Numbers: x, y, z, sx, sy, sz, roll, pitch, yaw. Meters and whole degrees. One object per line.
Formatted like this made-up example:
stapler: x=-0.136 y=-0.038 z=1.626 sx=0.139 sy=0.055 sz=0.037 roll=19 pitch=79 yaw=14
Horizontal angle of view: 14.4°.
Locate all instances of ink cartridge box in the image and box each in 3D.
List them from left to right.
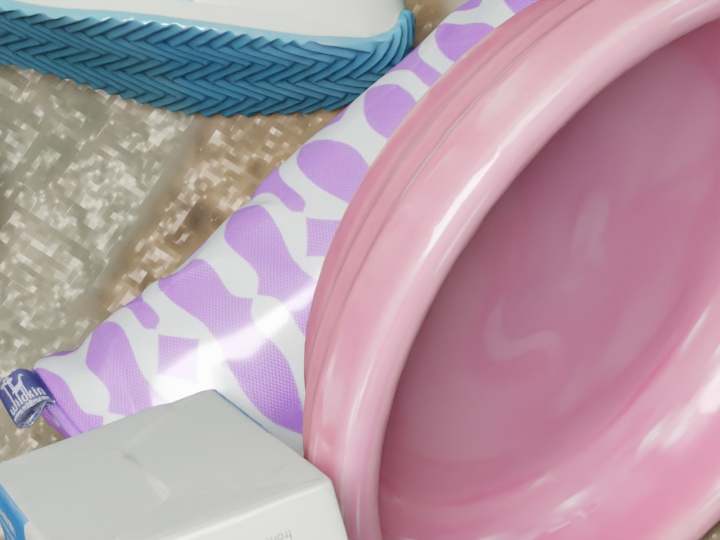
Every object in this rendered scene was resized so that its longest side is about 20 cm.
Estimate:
ink cartridge box: x=-0.024 y=0.141 z=0.697 sx=0.067 sy=0.116 sz=0.201 roll=-19 pitch=104 yaw=-13

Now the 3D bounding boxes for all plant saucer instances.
plant saucer: x=0.058 y=0.003 z=0.722 sx=0.201 sy=0.201 sz=0.051 roll=-47 pitch=55 yaw=-7

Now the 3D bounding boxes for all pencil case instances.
pencil case: x=0.000 y=0.000 z=0.786 sx=0.200 sy=0.084 sz=0.085 roll=-38 pitch=30 yaw=-5

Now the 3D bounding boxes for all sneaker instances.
sneaker: x=-0.078 y=-0.098 z=0.822 sx=0.199 sy=0.077 sz=0.081 roll=14 pitch=74 yaw=8
